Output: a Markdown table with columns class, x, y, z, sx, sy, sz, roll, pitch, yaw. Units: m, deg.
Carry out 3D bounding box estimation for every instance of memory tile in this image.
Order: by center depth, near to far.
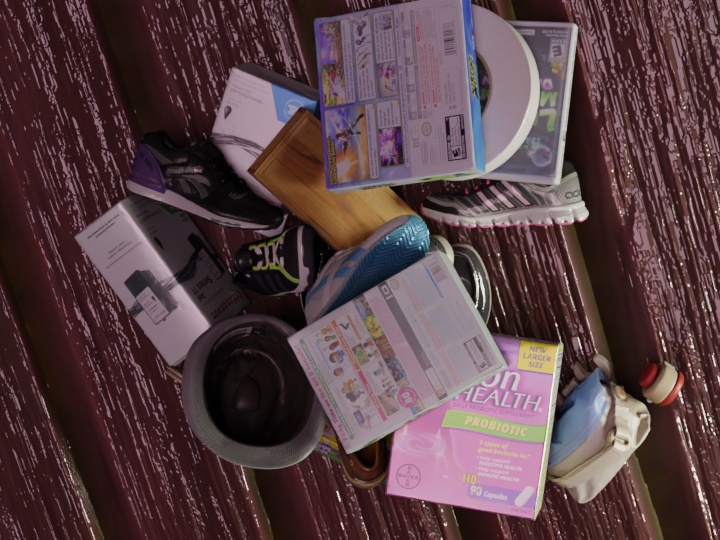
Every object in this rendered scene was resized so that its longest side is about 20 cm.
| class | x | y | z | sx | sy | sz | roll | pitch | yaw |
| --- | --- | --- | --- | --- | --- | --- | --- | --- | --- |
| memory tile | -0.160 | 0.180 | 1.682 | 0.199 | 0.153 | 0.017 | 34 | 82 | 2 |

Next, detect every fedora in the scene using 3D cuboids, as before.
| class | x | y | z | sx | sy | sz | roll | pitch | yaw |
| --- | --- | --- | --- | --- | --- | --- | --- | --- | --- |
| fedora | -0.130 | 0.153 | 1.570 | 0.176 | 0.090 | 0.201 | 4 | 62 | -17 |

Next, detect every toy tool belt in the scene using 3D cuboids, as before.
| class | x | y | z | sx | sy | sz | roll | pitch | yaw |
| --- | --- | --- | --- | --- | --- | --- | --- | --- | --- |
| toy tool belt | 0.277 | 0.168 | 1.584 | 0.123 | 0.125 | 0.200 | 34 | 108 | -5 |

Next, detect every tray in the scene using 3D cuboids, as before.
| class | x | y | z | sx | sy | sz | roll | pitch | yaw |
| --- | --- | --- | --- | --- | --- | --- | --- | --- | --- |
| tray | -0.028 | -0.089 | 1.583 | 0.200 | 0.037 | 0.099 | 42 | 86 | -21 |

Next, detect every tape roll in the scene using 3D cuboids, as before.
| class | x | y | z | sx | sy | sz | roll | pitch | yaw |
| --- | --- | --- | --- | --- | --- | --- | --- | --- | --- |
| tape roll | 0.105 | -0.205 | 1.520 | 0.202 | 0.037 | 0.204 | -1 | 88 | 24 |

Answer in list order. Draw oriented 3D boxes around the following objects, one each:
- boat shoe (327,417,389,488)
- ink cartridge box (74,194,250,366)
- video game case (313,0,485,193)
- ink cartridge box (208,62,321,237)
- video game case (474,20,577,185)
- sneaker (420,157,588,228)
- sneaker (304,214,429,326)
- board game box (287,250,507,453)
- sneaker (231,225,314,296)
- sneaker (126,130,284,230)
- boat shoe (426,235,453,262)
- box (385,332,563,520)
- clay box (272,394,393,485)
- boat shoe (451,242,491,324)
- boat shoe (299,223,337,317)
| class | x | y | z | sx | sy | sz | roll | pitch | yaw |
| --- | --- | --- | --- | --- | --- | --- | --- | --- | --- |
| boat shoe | -0.010 | 0.158 | 1.592 | 0.072 | 0.068 | 0.201 | -15 | 72 | -7 |
| ink cartridge box | -0.241 | 0.001 | 1.654 | 0.083 | 0.147 | 0.200 | -34 | 95 | 19 |
| video game case | 0.043 | -0.198 | 1.502 | 0.180 | 0.045 | 0.201 | -6 | 85 | 22 |
| ink cartridge box | -0.126 | -0.139 | 1.632 | 0.115 | 0.067 | 0.201 | 22 | 108 | 7 |
| video game case | 0.143 | -0.198 | 1.535 | 0.199 | 0.023 | 0.183 | 7 | 91 | 23 |
| sneaker | 0.168 | -0.096 | 1.572 | 0.199 | 0.074 | 0.088 | -2 | 94 | 18 |
| sneaker | 0.000 | 0.000 | 1.542 | 0.076 | 0.081 | 0.200 | 26 | 121 | -33 |
| board game box | 0.041 | 0.091 | 1.480 | 0.199 | 0.064 | 0.148 | -29 | 81 | 8 |
| sneaker | -0.110 | -0.004 | 1.600 | 0.082 | 0.200 | 0.072 | 4 | 74 | -17 |
| sneaker | -0.181 | -0.109 | 1.581 | 0.199 | 0.076 | 0.088 | 18 | 102 | 10 |
| boat shoe | 0.038 | 0.039 | 1.612 | 0.073 | 0.063 | 0.200 | 48 | 126 | 23 |
| box | 0.133 | 0.170 | 1.538 | 0.175 | 0.097 | 0.201 | 8 | 89 | 12 |
| clay box | -0.006 | 0.184 | 1.658 | 0.199 | 0.115 | 0.048 | 26 | 146 | 6 |
| boat shoe | 0.117 | 0.069 | 1.627 | 0.072 | 0.063 | 0.201 | 7 | 104 | 15 |
| boat shoe | -0.037 | -0.031 | 1.642 | 0.073 | 0.063 | 0.203 | 7 | 104 | 14 |
